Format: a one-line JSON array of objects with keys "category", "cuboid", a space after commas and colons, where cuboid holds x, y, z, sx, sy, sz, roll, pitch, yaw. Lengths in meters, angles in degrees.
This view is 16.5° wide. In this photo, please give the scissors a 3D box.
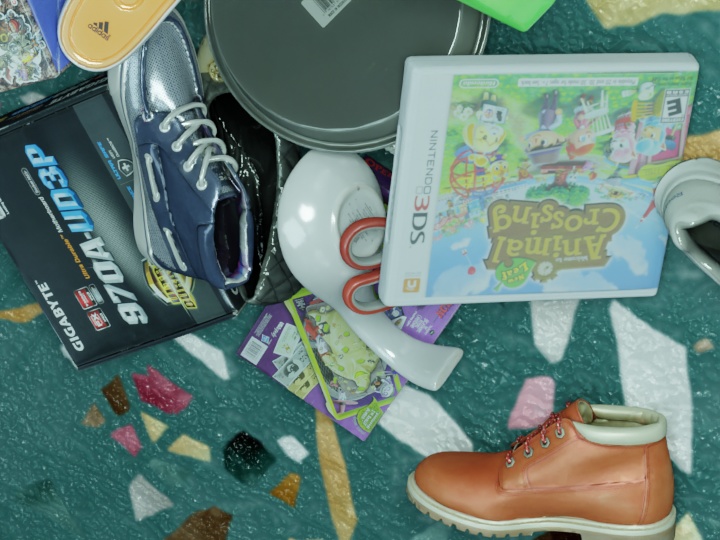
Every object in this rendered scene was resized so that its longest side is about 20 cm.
[{"category": "scissors", "cuboid": [0.074, -0.033, 1.704, 0.199, 0.014, 0.074, -24, 121, -9]}]

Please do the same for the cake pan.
[{"category": "cake pan", "cuboid": [-0.013, -0.179, 1.652, 0.199, 0.037, 0.202, 1, 93, 13]}]

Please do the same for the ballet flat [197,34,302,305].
[{"category": "ballet flat", "cuboid": [-0.077, -0.073, 1.765, 0.066, 0.057, 0.201, -9, 100, 33]}]

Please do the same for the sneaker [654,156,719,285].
[{"category": "sneaker", "cuboid": [0.280, 0.005, 1.650, 0.199, 0.087, 0.075, 27, 117, -3]}]

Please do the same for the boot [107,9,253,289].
[{"category": "boot", "cuboid": [-0.116, -0.088, 1.727, 0.090, 0.073, 0.201, 19, 125, 46]}]

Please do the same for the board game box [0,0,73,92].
[{"category": "board game box", "cuboid": [-0.274, -0.186, 1.732, 0.199, 0.160, 0.097, -12, 112, 27]}]

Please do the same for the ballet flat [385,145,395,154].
[{"category": "ballet flat", "cuboid": [-0.021, -0.142, 1.708, 0.199, 0.072, 0.072, 32, 125, 2]}]

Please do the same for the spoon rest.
[{"category": "spoon rest", "cuboid": [0.000, 0.000, 1.742, 0.060, 0.100, 0.201, 3, 135, 44]}]

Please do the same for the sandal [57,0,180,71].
[{"category": "sandal", "cuboid": [-0.123, -0.212, 1.613, 0.079, 0.059, 0.207, 32, 99, -15]}]

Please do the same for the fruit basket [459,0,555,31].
[{"category": "fruit basket", "cuboid": [0.080, -0.272, 1.513, 0.214, 0.156, 0.217, -2, 118, -4]}]

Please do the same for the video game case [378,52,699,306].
[{"category": "video game case", "cuboid": [0.118, -0.060, 1.664, 0.199, 0.022, 0.183, -2, 122, -14]}]

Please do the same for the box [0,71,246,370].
[{"category": "box", "cuboid": [-0.191, -0.038, 1.850, 0.158, 0.046, 0.201, -18, 110, 30]}]

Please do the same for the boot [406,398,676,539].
[{"category": "boot", "cuboid": [0.131, 0.137, 1.806, 0.199, 0.075, 0.108, 3, 116, 11]}]

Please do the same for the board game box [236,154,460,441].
[{"category": "board game box", "cuboid": [0.003, 0.023, 1.816, 0.120, 0.032, 0.200, 37, 125, 3]}]
